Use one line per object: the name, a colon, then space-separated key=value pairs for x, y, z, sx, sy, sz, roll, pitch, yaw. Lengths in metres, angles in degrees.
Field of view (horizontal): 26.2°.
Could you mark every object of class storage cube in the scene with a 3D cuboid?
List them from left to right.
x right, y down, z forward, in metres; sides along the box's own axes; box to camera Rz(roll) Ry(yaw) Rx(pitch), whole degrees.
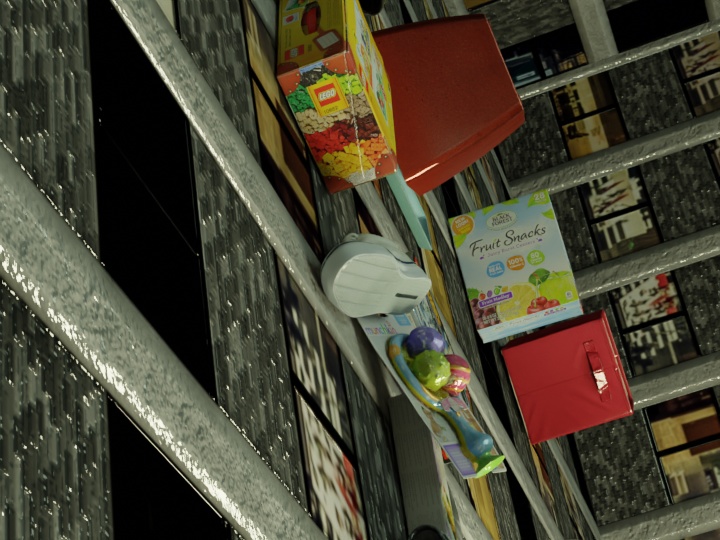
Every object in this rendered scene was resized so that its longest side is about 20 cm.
storage cube: x=0.354 y=0.180 z=2.631 sx=0.200 sy=0.178 sz=0.173 roll=-13 pitch=85 yaw=-80

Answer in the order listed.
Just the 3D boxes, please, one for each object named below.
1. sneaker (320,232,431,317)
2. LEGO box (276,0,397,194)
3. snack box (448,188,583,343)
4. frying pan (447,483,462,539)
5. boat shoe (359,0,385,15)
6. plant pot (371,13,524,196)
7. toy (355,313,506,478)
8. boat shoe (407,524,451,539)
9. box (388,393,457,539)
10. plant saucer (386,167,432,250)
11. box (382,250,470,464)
sneaker: x=0.000 y=0.000 z=1.469 sx=0.071 sy=0.073 sz=0.200 roll=41 pitch=6 yaw=21
LEGO box: x=-0.024 y=-0.200 z=1.609 sx=0.201 sy=0.076 sz=0.150 roll=-92 pitch=161 yaw=-55
snack box: x=0.242 y=-0.008 z=2.433 sx=0.068 sy=0.167 sz=0.202 roll=58 pitch=16 yaw=-62
frying pan: x=0.082 y=0.236 z=1.581 sx=0.190 sy=0.031 sz=0.116 roll=-58 pitch=131 yaw=-73
boat shoe: x=-0.002 y=-0.399 z=2.094 sx=0.200 sy=0.071 sz=0.060 roll=47 pitch=23 yaw=-79
plant pot: x=0.111 y=-0.231 z=2.028 sx=0.200 sy=0.175 sz=0.201 roll=12 pitch=56 yaw=-82
toy: x=0.080 y=0.107 z=1.513 sx=0.201 sy=0.047 sz=0.115 roll=60 pitch=22 yaw=17
boat shoe: x=0.065 y=0.279 z=1.287 sx=0.200 sy=0.071 sz=0.068 roll=-88 pitch=159 yaw=-69
box: x=0.061 y=0.205 z=1.478 sx=0.039 sy=0.041 sz=0.201 roll=61 pitch=14 yaw=-46
plant saucer: x=0.052 y=-0.113 z=2.031 sx=0.070 sy=0.019 sz=0.201 roll=-98 pitch=166 yaw=-47
box: x=0.076 y=0.096 z=1.738 sx=0.137 sy=0.040 sz=0.201 roll=-85 pitch=155 yaw=-63
